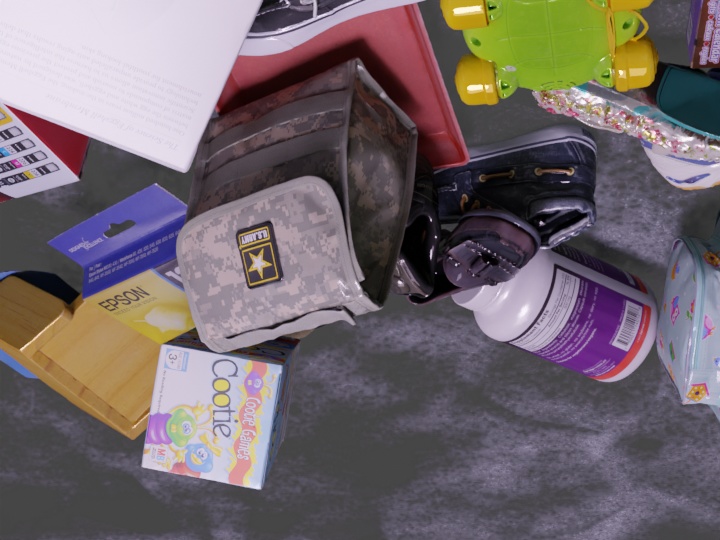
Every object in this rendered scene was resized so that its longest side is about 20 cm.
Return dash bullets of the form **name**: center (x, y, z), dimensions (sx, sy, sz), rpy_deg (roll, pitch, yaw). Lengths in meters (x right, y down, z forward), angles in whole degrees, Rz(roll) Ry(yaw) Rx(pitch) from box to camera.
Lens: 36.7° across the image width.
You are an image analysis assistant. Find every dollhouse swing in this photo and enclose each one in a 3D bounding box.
- **dollhouse swing**: center (-0.288, 0.055, 1.212), dimensions (0.180, 0.177, 0.200), rpy_deg (19, 158, 41)

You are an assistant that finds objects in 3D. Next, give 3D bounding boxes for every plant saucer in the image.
- **plant saucer**: center (-0.024, -0.150, 0.902), dimensions (0.196, 0.037, 0.201), rpy_deg (-6, 146, 17)

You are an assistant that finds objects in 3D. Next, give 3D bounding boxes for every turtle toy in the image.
- **turtle toy**: center (0.128, -0.202, 0.739), dimensions (0.143, 0.102, 0.201), rpy_deg (-3, 145, 13)

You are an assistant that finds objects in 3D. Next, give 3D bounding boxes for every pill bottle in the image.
- **pill bottle**: center (0.190, 0.030, 1.073), dimensions (0.198, 0.114, 0.112), rpy_deg (22, 144, -23)

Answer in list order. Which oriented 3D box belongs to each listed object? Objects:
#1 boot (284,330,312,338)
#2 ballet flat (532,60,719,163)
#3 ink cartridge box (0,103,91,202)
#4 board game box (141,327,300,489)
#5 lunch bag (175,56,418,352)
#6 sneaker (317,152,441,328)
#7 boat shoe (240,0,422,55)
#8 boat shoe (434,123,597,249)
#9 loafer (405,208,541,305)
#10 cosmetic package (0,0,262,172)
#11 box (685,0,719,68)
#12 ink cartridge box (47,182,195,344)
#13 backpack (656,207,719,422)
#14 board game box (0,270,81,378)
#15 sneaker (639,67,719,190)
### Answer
- **boot**: center (-0.102, 0.002, 1.116), dimensions (0.198, 0.074, 0.155), rpy_deg (20, 146, -25)
- **ballet flat**: center (0.219, -0.127, 0.835), dimensions (0.198, 0.076, 0.064), rpy_deg (27, 150, 17)
- **ink cartridge box**: center (-0.315, -0.156, 0.893), dimensions (0.173, 0.085, 0.200), rpy_deg (-12, 142, 24)
- **board game box**: center (-0.117, 0.113, 0.964), dimensions (0.101, 0.107, 0.200), rpy_deg (10, -178, 0)
- **lunch bag**: center (-0.052, -0.041, 0.856), dimensions (0.162, 0.203, 0.117), rpy_deg (-16, 142, 31)
- **sneaker**: center (0.000, 0.000, 0.941), dimensions (0.076, 0.115, 0.199), rpy_deg (26, 123, -31)
- **boat shoe**: center (-0.028, -0.212, 0.772), dimensions (0.196, 0.075, 0.068), rpy_deg (-8, 149, 20)
- **boat shoe**: center (0.116, -0.060, 0.966), dimensions (0.198, 0.092, 0.071), rpy_deg (-17, 141, 31)
- **loafer**: center (0.094, -0.003, 0.952), dimensions (0.071, 0.064, 0.200), rpy_deg (32, 165, -12)
- **cosmetic package**: center (-0.166, -0.205, 0.698), dimensions (0.197, 0.124, 0.202), rpy_deg (20, 115, -21)
- **box**: center (0.303, -0.223, 0.739), dimensions (0.134, 0.040, 0.201), rpy_deg (-1, 146, 9)
- **ink cartridge box**: center (-0.178, 0.011, 1.045), dimensions (0.199, 0.048, 0.196), rpy_deg (32, 145, -34)
- **backpack**: center (0.352, 0.031, 0.976), dimensions (0.151, 0.176, 0.203), rpy_deg (13, 108, 3)
- **board game box**: center (-0.371, 0.051, 1.255), dimensions (0.156, 0.039, 0.200), rpy_deg (-23, 137, 19)
- **sneaker**: center (0.313, -0.126, 0.853), dimensions (0.198, 0.076, 0.088), rpy_deg (-22, 137, 34)
